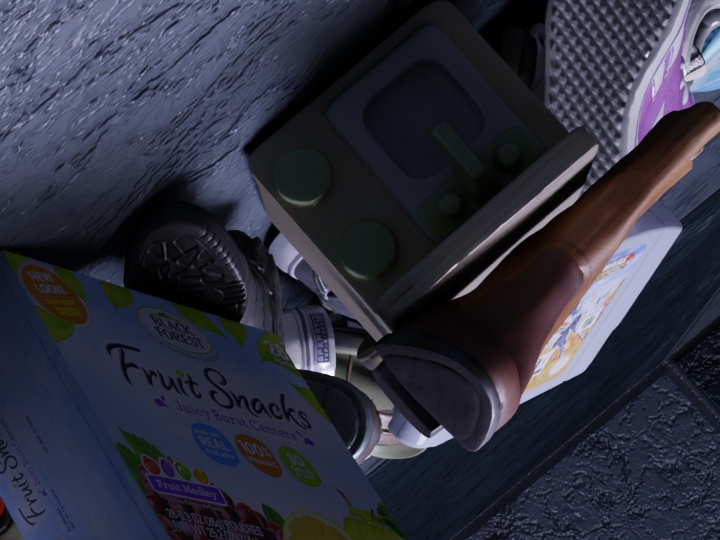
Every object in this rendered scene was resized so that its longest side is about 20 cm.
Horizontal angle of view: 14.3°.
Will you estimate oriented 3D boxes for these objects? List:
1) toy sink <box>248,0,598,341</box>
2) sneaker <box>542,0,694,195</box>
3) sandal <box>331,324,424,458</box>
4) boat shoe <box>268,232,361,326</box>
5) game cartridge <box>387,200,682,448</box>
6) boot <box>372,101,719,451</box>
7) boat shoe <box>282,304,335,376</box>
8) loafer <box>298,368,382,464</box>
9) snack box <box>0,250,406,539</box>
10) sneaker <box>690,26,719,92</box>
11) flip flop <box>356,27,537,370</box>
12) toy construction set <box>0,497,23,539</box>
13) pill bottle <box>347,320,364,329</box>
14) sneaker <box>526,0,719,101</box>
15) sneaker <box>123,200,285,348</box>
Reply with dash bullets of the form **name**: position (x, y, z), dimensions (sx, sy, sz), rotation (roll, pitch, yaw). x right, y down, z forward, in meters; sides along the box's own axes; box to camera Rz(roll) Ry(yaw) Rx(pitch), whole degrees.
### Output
- **toy sink**: position (0.028, -0.047, 1.415), dimensions (0.130, 0.112, 0.200), rotation (-41, 174, -3)
- **sneaker**: position (0.147, -0.120, 1.542), dimensions (0.114, 0.073, 0.201), rotation (-28, 137, -57)
- **sandal**: position (0.011, 0.082, 1.721), dimensions (0.201, 0.080, 0.057), rotation (70, 31, -64)
- **boat shoe**: position (0.000, 0.000, 1.623), dimensions (0.070, 0.066, 0.200), rotation (-42, 169, -3)
- **game cartridge**: position (0.103, 0.022, 1.616), dimensions (0.200, 0.042, 0.133), rotation (-22, 153, -52)
- **boot**: position (0.102, -0.001, 1.352), dimensions (0.200, 0.068, 0.188), rotation (-41, 173, -6)
- **boat shoe**: position (-0.077, 0.072, 1.672), dimensions (0.070, 0.071, 0.200), rotation (-3, 164, -21)
- **loafer**: position (-0.073, 0.099, 1.597), dimensions (0.200, 0.072, 0.063), rotation (-14, 166, 24)
- **snack box**: position (-0.077, 0.089, 1.260), dimensions (0.068, 0.169, 0.200), rotation (-45, 146, 17)
- **sneaker**: position (0.241, -0.178, 1.758), dimensions (0.200, 0.080, 0.131), rotation (-35, 171, 21)
- **flip flop**: position (0.038, -0.042, 1.545), dimensions (0.081, 0.058, 0.200), rotation (-162, -86, -79)
- **toy construction set**: position (-0.177, 0.175, 1.383), dimensions (0.131, 0.200, 0.092), rotation (-63, -176, -13)
- **pill bottle**: position (0.057, 0.016, 1.779), dimensions (0.112, 0.112, 0.200), rotation (-35, 168, -33)
- **sneaker**: position (0.143, -0.121, 1.623), dimensions (0.200, 0.081, 0.075), rotation (-40, 171, -3)
- **sneaker**: position (-0.073, 0.013, 1.421), dimensions (0.060, 0.104, 0.200), rotation (-14, 135, 6)
